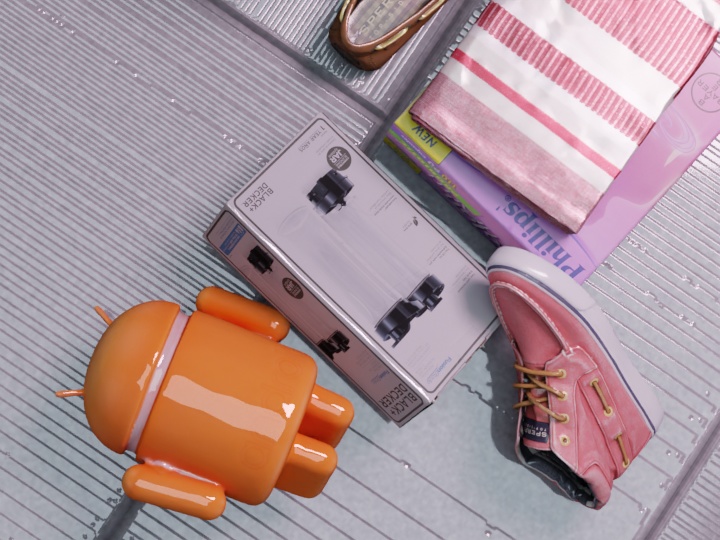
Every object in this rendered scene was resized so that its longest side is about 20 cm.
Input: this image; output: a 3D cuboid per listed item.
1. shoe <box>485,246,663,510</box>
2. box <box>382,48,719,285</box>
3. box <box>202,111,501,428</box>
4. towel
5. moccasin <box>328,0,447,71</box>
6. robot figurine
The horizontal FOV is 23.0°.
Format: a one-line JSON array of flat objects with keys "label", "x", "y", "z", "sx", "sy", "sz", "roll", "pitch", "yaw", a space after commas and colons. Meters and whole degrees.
[{"label": "shoe", "x": 0.137, "y": 0.079, "z": 1.239, "sx": 0.200, "sy": 0.071, "sz": 0.091, "roll": 50, "pitch": 63, "yaw": -30}, {"label": "box", "x": 0.148, "y": -0.112, "z": 1.278, "sx": 0.176, "sy": 0.097, "sz": 0.200, "roll": 44, "pitch": 86, "yaw": -1}, {"label": "box", "x": 0.000, "y": 0.000, "z": 1.259, "sx": 0.200, "sy": 0.060, "sz": 0.117, "roll": 43, "pitch": 58, "yaw": -1}, {"label": "towel", "x": 0.147, "y": -0.143, "z": 1.222, "sx": 0.144, "sy": 0.023, "sz": 0.200, "roll": 37, "pitch": 83, "yaw": 1}, {"label": "moccasin", "x": 0.050, "y": -0.236, "z": 1.288, "sx": 0.074, "sy": 0.078, "sz": 0.201, "roll": 45, "pitch": 85, "yaw": 0}, {"label": "robot figurine", "x": -0.107, "y": 0.091, "z": 1.242, "sx": 0.199, "sy": 0.117, "sz": 0.145, "roll": 21, "pitch": 98, "yaw": -3}]
